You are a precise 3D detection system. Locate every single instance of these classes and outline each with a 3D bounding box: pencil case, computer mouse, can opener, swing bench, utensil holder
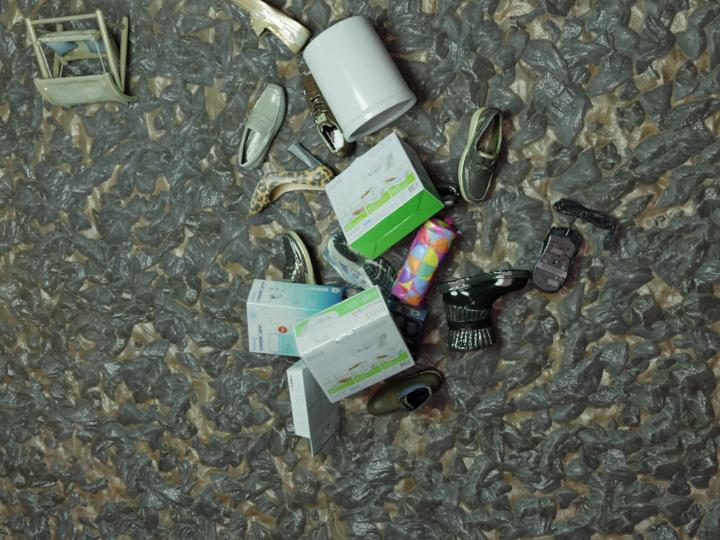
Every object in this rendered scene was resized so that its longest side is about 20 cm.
[{"bbox_3d":[0.141,-0.022,1.620,0.088,0.088,0.201,29,106,9],"label":"pencil case"},{"bbox_3d":[0.444,-0.040,1.557,0.140,0.046,0.201,17,99,7],"label":"computer mouse"},{"bbox_3d":[0.121,-0.155,1.616,0.199,0.079,0.064,-1,92,29],"label":"can opener"},{"bbox_3d":[-0.644,-0.485,1.733,0.198,0.130,0.201,-1,100,15],"label":"swing bench"},{"bbox_3d":[-0.004,-0.398,1.553,0.170,0.170,0.201,-30,88,18],"label":"utensil holder"}]

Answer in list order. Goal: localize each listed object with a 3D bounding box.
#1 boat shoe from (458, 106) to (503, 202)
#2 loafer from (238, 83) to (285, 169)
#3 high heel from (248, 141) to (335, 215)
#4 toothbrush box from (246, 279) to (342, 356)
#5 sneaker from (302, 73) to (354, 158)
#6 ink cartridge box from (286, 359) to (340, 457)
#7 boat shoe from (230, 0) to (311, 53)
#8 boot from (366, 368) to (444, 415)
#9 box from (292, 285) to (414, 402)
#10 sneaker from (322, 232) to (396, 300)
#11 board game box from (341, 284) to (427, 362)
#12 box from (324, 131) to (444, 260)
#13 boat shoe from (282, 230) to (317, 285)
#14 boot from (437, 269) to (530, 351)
[{"bbox_3d":[0.252,-0.238,1.550,0.073,0.065,0.201,1,102,-19],"label":"boat shoe"},{"bbox_3d":[-0.222,-0.321,1.675,0.070,0.070,0.201,23,105,11],"label":"loafer"},{"bbox_3d":[-0.153,-0.171,1.679,0.142,0.071,0.200,42,99,12],"label":"high heel"},{"bbox_3d":[-0.142,0.108,1.634,0.199,0.085,0.147,7,129,2],"label":"toothbrush box"},{"bbox_3d":[-0.072,-0.341,1.627,0.070,0.076,0.201,-27,92,18],"label":"sneaker"},{"bbox_3d":[-0.102,0.289,1.682,0.043,0.196,0.201,-2,99,17],"label":"ink cartridge box"},{"bbox_3d":[-0.206,-0.542,1.630,0.200,0.074,0.069,32,100,7],"label":"boat shoe"},{"bbox_3d":[0.089,0.284,1.680,0.200,0.097,0.075,-30,91,18],"label":"boot"},{"bbox_3d":[-0.013,0.156,1.547,0.199,0.097,0.177,-26,131,3],"label":"box"},{"bbox_3d":[0.000,0.000,1.679,0.200,0.078,0.086,43,142,-8],"label":"sneaker"},{"bbox_3d":[0.042,0.120,1.669,0.199,0.035,0.136,16,130,12],"label":"board game box"},{"bbox_3d":[0.045,-0.157,1.575,0.200,0.097,0.177,-37,52,18],"label":"box"},{"bbox_3d":[-0.143,0.011,1.694,0.065,0.073,0.201,-21,94,-24],"label":"boat shoe"},{"bbox_3d":[0.274,0.085,1.601,0.210,0.079,0.159,-14,89,28],"label":"boot"}]
